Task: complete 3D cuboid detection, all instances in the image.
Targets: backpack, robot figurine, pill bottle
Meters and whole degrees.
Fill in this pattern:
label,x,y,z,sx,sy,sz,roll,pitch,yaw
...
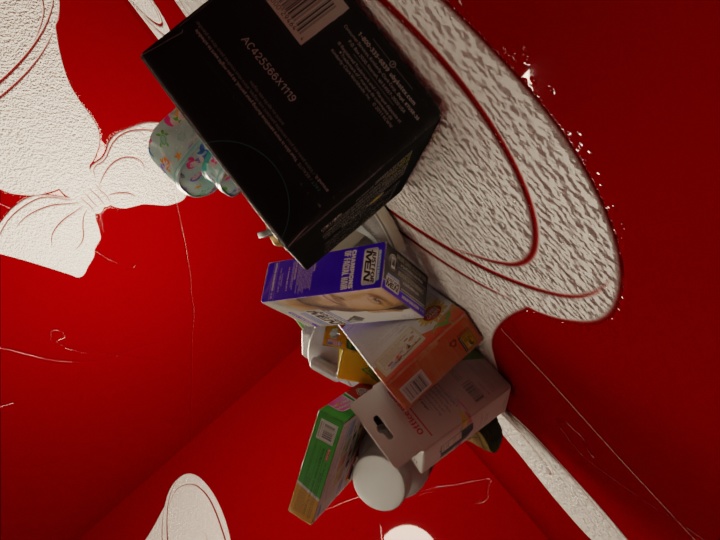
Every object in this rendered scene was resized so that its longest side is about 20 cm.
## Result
label,x,y,z,sx,sy,sz,roll,pitch,yaw
backpack,-0.225,-0.207,0.846,0.151,0.199,0.178,50,174,4
robot figurine,-0.021,0.155,1.017,0.197,0.169,0.115,16,120,32
pill bottle,0.062,0.271,0.813,0.111,0.111,0.199,49,-156,7

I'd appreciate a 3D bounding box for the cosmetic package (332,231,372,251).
label,x,y,z,sx,sy,sz,roll,pitch,yaw
cosmetic package,0.000,0.000,0.859,0.087,0.103,0.201,42,171,41

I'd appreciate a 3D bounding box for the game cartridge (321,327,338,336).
label,x,y,z,sx,sy,sz,roll,pitch,yaw
game cartridge,-0.065,0.015,1.000,0.133,0.041,0.202,50,-154,-38

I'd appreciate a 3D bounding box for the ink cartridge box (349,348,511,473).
label,x,y,z,sx,sy,sz,roll,pitch,yaw
ink cartridge box,0.094,0.188,0.736,0.117,0.198,0.068,46,154,36

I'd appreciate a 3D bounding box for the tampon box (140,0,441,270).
label,x,y,z,sx,sy,sz,roll,pitch,yaw
tampon box,-0.045,-0.103,0.413,0.151,0.126,0.200,51,175,1

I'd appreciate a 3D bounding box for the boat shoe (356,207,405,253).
label,x,y,z,sx,sy,sz,roll,pitch,yaw
boat shoe,-0.027,-0.086,0.657,0.201,0.071,0.070,49,174,-10

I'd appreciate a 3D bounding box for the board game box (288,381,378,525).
label,x,y,z,sx,sy,sz,roll,pitch,yaw
board game box,-0.024,0.254,0.793,0.040,0.156,0.199,21,-170,19

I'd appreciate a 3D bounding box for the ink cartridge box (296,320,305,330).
label,x,y,z,sx,sy,sz,roll,pitch,yaw
ink cartridge box,-0.025,0.091,1.153,0.146,0.199,0.084,50,172,-2

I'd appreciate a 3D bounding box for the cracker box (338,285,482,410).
label,x,y,z,sx,sy,sz,roll,pitch,yaw
cracker box,0.059,0.083,0.740,0.058,0.133,0.200,51,176,-27

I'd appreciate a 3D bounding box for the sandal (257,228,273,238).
label,x,y,z,sx,sy,sz,roll,pitch,yaw
sandal,-0.100,-0.100,0.851,0.199,0.075,0.049,-23,90,43

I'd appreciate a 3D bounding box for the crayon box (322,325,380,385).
label,x,y,z,sx,sy,sz,roll,pitch,yaw
crayon box,0.032,0.142,0.879,0.196,0.053,0.126,12,-168,-3

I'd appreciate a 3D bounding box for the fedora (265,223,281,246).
label,x,y,z,sx,sy,sz,roll,pitch,yaw
fedora,-0.141,-0.101,1.097,0.202,0.080,0.203,58,-160,-34

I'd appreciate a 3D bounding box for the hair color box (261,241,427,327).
label,x,y,z,sx,sy,sz,roll,pitch,yaw
hair color box,-0.022,0.025,0.709,0.197,0.066,0.109,-10,151,34

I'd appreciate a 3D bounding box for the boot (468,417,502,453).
label,x,y,z,sx,sy,sz,roll,pitch,yaw
boot,0.135,0.237,0.938,0.197,0.066,0.178,7,129,41
